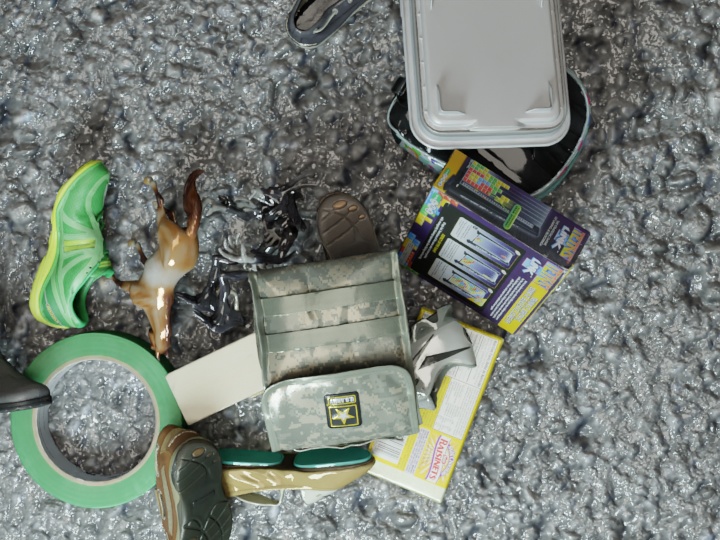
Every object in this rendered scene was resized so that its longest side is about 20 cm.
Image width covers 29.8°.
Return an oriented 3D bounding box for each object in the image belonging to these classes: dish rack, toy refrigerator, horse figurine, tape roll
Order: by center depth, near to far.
[{"bbox_3d":[0.131,-0.227,1.388,0.170,0.044,0.202,-2,78,-6],"label":"dish rack"},{"bbox_3d":[-0.223,-0.016,1.516,0.133,0.050,0.201,51,122,35],"label":"horse figurine"},{"bbox_3d":[-0.112,0.104,1.533,0.199,0.076,0.070,-26,89,4],"label":"toy refrigerator"},{"bbox_3d":[-0.300,0.170,1.562,0.199,0.048,0.202,0,91,4],"label":"tape roll"}]

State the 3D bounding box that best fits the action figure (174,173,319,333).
[{"bbox_3d":[-0.130,-0.032,1.512,0.102,0.119,0.201,25,103,-33],"label":"action figure"}]

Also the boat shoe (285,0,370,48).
[{"bbox_3d":[-0.010,-0.333,1.522,0.073,0.063,0.200,42,94,2],"label":"boat shoe"}]

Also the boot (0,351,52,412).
[{"bbox_3d":[-0.421,0.087,1.518,0.199,0.070,0.133,5,94,37],"label":"boot"}]

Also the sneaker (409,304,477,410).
[{"bbox_3d":[0.039,0.129,1.499,0.199,0.074,0.089,-35,77,12],"label":"sneaker"}]

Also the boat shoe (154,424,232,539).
[{"bbox_3d":[-0.193,0.255,1.523,0.074,0.075,0.201,35,133,40],"label":"boat shoe"}]

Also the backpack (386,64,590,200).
[{"bbox_3d":[0.147,-0.165,1.469,0.199,0.151,0.178,33,89,12],"label":"backpack"}]

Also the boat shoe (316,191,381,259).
[{"bbox_3d":[0.000,0.000,1.526,0.074,0.073,0.201,-15,111,-4],"label":"boat shoe"}]

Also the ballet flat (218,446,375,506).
[{"bbox_3d":[-0.078,0.236,1.545,0.198,0.069,0.064,-1,103,12],"label":"ballet flat"}]

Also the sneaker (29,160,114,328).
[{"bbox_3d":[-0.314,-0.028,1.546,0.083,0.074,0.201,19,102,11],"label":"sneaker"}]

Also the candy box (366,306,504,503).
[{"bbox_3d":[0.082,0.152,1.544,0.102,0.026,0.201,21,93,5],"label":"candy box"}]

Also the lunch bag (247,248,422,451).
[{"bbox_3d":[-0.026,0.089,1.424,0.163,0.118,0.202,-8,88,1],"label":"lunch bag"}]

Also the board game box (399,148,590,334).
[{"bbox_3d":[0.136,-0.026,1.451,0.165,0.200,0.057,31,66,2],"label":"board game box"}]
